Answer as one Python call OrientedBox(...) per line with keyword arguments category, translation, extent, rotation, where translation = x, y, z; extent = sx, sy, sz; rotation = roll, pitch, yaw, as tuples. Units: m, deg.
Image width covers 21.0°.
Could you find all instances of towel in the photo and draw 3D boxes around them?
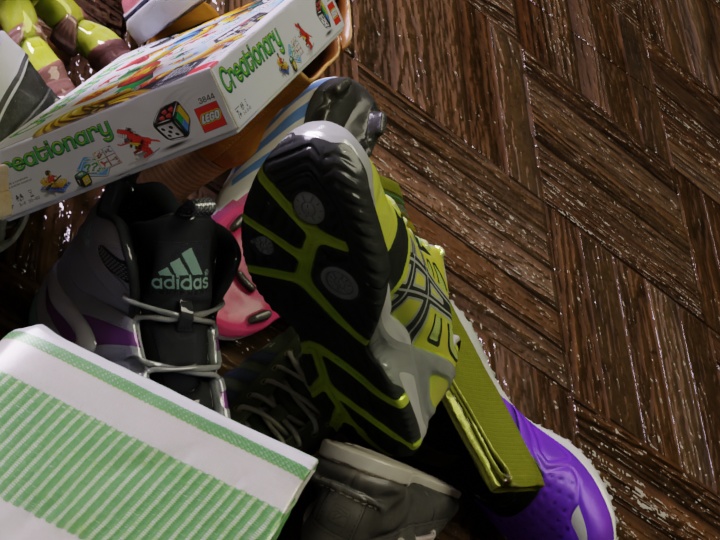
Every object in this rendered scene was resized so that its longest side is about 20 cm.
OrientedBox(category="towel", translation=(-0.124, 0.123, 0.744), extent=(0.152, 0.023, 0.200), rotation=(25, 60, 9))
OrientedBox(category="towel", translation=(0.047, 0.032, 1.086), extent=(0.200, 0.018, 0.086), rotation=(63, 19, 15))

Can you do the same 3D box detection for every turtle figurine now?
OrientedBox(category="turtle figurine", translation=(-0.186, -0.162, 1.074), extent=(0.161, 0.064, 0.200), rotation=(54, 29, 3))

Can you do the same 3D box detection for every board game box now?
OrientedBox(category="board game box", translation=(-0.091, -0.088, 0.948), extent=(0.035, 0.126, 0.200), rotation=(66, 20, -13))

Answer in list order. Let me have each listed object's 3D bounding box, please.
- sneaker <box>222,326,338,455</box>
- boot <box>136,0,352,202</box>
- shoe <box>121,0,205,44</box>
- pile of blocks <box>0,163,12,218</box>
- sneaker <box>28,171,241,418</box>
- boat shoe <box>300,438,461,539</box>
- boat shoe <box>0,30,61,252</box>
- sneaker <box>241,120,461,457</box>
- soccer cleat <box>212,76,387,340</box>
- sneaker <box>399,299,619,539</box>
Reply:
OrientedBox(category="sneaker", translation=(-0.040, 0.065, 1.003), extent=(0.067, 0.090, 0.200), rotation=(50, 28, 2))
OrientedBox(category="boot", translation=(-0.061, -0.131, 1.138), extent=(0.071, 0.144, 0.201), rotation=(39, 31, -24))
OrientedBox(category="shoe", translation=(-0.123, -0.188, 1.109), extent=(0.091, 0.071, 0.200), rotation=(56, 0, -13))
OrientedBox(category="pile of blocks", translation=(-0.226, -0.095, 0.827), extent=(0.200, 0.082, 0.062), rotation=(45, 31, 15))
OrientedBox(category="sneaker", translation=(-0.088, 0.029, 0.889), extent=(0.078, 0.140, 0.200), rotation=(0, 42, -37))
OrientedBox(category="boat shoe", translation=(0.006, 0.126, 1.021), extent=(0.067, 0.057, 0.200), rotation=(21, -4, 15))
OrientedBox(category="boat shoe", translation=(-0.185, -0.043, 0.936), extent=(0.064, 0.071, 0.200), rotation=(45, 32, -21))
OrientedBox(category="sneaker", translation=(0.000, 0.000, 0.928), extent=(0.076, 0.075, 0.200), rotation=(-55, 148, -33))
OrientedBox(category="soccer cleat", translation=(-0.053, -0.030, 1.128), extent=(0.070, 0.086, 0.200), rotation=(45, 53, -18))
OrientedBox(category="sneaker", translation=(0.062, 0.103, 1.133), extent=(0.200, 0.070, 0.100), rotation=(49, 26, 13))
